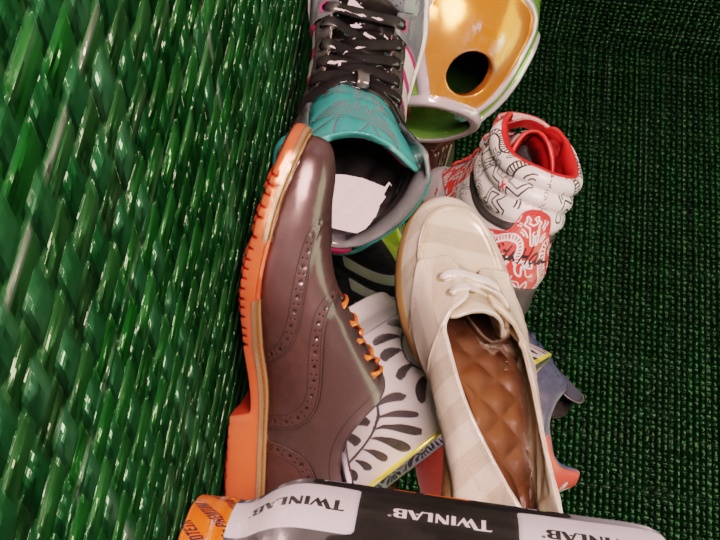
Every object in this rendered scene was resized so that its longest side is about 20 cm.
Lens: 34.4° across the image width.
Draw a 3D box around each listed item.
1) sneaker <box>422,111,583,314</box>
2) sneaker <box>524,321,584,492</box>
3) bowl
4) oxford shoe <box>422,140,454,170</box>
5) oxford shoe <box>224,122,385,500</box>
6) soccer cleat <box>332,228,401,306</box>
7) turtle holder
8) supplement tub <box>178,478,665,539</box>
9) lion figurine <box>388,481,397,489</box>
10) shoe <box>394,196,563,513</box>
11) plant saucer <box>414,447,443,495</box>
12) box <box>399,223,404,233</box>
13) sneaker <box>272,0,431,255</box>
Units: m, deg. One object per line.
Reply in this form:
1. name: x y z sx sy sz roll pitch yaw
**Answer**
1. sneaker: 0.092 -0.058 0.769 0.202 0.067 0.108 -102 -150 -65
2. sneaker: 0.112 0.067 0.831 0.075 0.084 0.201 108 -22 -71
3. bowl: 0.008 0.076 0.701 0.094 0.200 0.201 52 -7 11
4. oxford shoe: 0.001 -0.068 0.858 0.200 0.075 0.071 -25 133 -63
5. oxford shoe: -0.021 0.030 0.561 0.071 0.072 0.201 -70 167 -72
6. soccer cleat: 0.000 0.000 0.758 0.068 0.081 0.200 -94 158 -57
7. turtle holder: 0.034 -0.159 0.785 0.141 0.185 0.132 21 72 -53
8. supplement tub: 0.023 0.154 0.480 0.123 0.199 0.123 8 90 -87
9. lion figurine: -0.006 0.131 0.888 0.200 0.072 0.123 79 12 -51
10. shoe: 0.064 0.049 0.581 0.053 0.070 0.201 136 -50 -56
11. plant saucer: 0.062 0.082 0.923 0.200 0.037 0.200 0 78 -80
12. box: 0.023 0.016 0.979 0.110 0.035 0.201 15 63 -78
13. sneaker: -0.002 -0.096 0.617 0.121 0.083 0.201 -104 -160 -72
